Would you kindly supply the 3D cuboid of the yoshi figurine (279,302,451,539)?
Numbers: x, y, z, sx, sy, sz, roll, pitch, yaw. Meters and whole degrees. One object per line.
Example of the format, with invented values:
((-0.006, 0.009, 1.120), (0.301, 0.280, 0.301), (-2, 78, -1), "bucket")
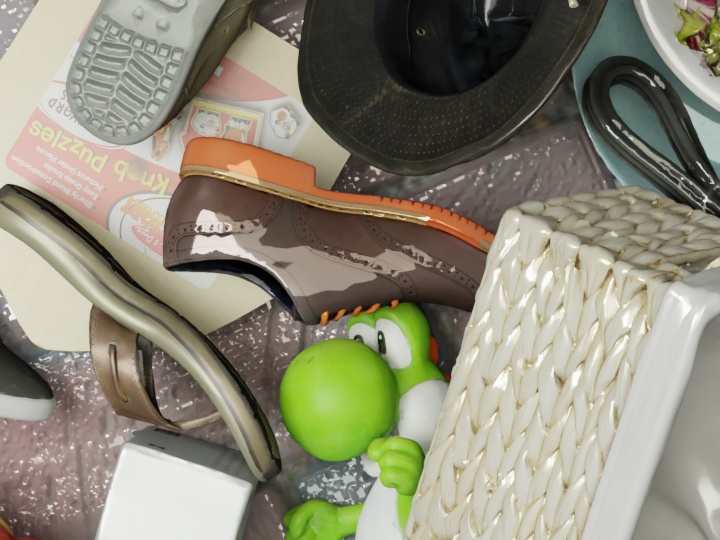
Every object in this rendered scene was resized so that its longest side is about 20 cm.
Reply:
((0.007, 0.115, 1.341), (0.112, 0.112, 0.200), (-10, 85, 11), "yoshi figurine")

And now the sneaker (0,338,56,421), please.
((-0.228, -0.004, 1.361), (0.200, 0.071, 0.099), (31, 97, 5), "sneaker")

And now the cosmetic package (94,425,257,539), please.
((-0.109, 0.186, 1.349), (0.074, 0.102, 0.200), (17, 93, 1), "cosmetic package")

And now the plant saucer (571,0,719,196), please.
((0.206, -0.111, 1.361), (0.201, 0.039, 0.201), (0, 92, 2), "plant saucer")

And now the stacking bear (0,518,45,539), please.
((-0.212, 0.158, 1.302), (0.200, 0.114, 0.122), (9, 124, 35), "stacking bear")

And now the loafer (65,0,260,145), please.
((-0.079, -0.154, 1.324), (0.075, 0.070, 0.200), (34, 96, 7), "loafer")

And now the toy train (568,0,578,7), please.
((0.037, -0.214, 1.274), (0.116, 0.085, 0.200), (-9, 81, 23), "toy train")

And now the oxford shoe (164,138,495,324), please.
((0.000, 0.000, 1.317), (0.200, 0.071, 0.073), (18, 76, 1), "oxford shoe")

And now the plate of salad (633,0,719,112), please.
((0.230, -0.163, 1.310), (0.200, 0.048, 0.200), (0, 96, 0), "plate of salad")

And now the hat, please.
((0.063, -0.130, 1.333), (0.200, 0.081, 0.201), (-14, 62, 29), "hat")

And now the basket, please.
((0.121, 0.068, 1.253), (0.123, 0.135, 0.200), (31, 115, 32), "basket")

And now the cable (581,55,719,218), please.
((0.182, -0.020, 1.322), (0.200, 0.050, 0.097), (34, 70, 8), "cable")

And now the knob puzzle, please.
((-0.114, -0.048, 1.377), (0.219, 0.030, 0.220), (0, 92, 1), "knob puzzle")

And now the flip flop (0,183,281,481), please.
((-0.116, 0.037, 1.324), (0.200, 0.081, 0.058), (41, 88, 4), "flip flop")
